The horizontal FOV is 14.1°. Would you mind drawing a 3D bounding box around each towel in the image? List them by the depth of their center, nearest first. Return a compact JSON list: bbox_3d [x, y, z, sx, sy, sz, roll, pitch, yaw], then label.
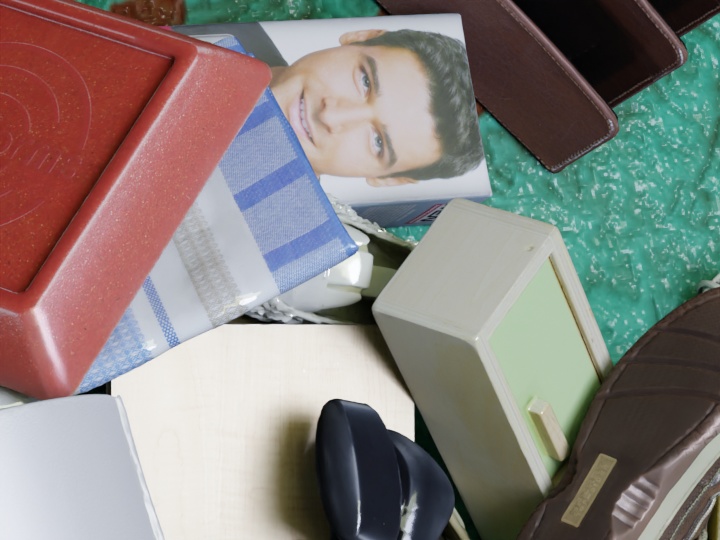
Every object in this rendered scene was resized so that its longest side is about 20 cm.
[{"bbox_3d":[-0.117,-0.018,1.347,0.199,0.024,0.147,-25,55,-4],"label":"towel"}]

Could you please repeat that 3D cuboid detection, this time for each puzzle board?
[{"bbox_3d":[-0.047,0.126,1.380,0.150,0.017,0.201,1,87,-18],"label":"puzzle board"}]

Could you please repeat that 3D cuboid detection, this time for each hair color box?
[{"bbox_3d":[-0.041,-0.071,1.463,0.199,0.061,0.100,-5,78,-25],"label":"hair color box"}]

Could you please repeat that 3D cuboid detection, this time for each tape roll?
[{"bbox_3d":[-0.182,0.147,1.267,0.202,0.203,0.140,-14,82,-26],"label":"tape roll"}]

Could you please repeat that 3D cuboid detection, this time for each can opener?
[{"bbox_3d":[0.010,0.159,1.327,0.078,0.063,0.201,13,60,-39],"label":"can opener"}]

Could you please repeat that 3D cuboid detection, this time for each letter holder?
[{"bbox_3d":[0.086,-0.169,1.498,0.200,0.142,0.101,44,64,-8],"label":"letter holder"}]

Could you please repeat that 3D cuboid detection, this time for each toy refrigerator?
[{"bbox_3d":[0.081,0.064,1.414,0.076,0.070,0.200,-52,140,-26],"label":"toy refrigerator"}]

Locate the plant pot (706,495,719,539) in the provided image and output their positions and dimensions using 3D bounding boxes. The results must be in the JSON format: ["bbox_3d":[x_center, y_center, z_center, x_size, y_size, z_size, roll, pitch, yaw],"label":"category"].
[{"bbox_3d":[0.252,0.153,1.467,0.199,0.194,0.197,10,73,-10],"label":"plant pot"}]

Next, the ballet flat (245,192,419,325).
[{"bbox_3d":[0.000,0.000,1.415,0.199,0.072,0.072,16,69,-41],"label":"ballet flat"}]

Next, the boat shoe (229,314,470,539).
[{"bbox_3d":[-0.008,0.089,1.434,0.073,0.063,0.201,-34,92,-27],"label":"boat shoe"}]

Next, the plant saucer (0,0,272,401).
[{"bbox_3d":[-0.172,-0.055,1.349,0.199,0.037,0.200,19,62,24],"label":"plant saucer"}]

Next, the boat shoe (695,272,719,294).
[{"bbox_3d":[0.205,0.028,1.543,0.200,0.071,0.064,-28,89,-35],"label":"boat shoe"}]

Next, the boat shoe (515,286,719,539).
[{"bbox_3d":[0.139,0.101,1.390,0.203,0.075,0.075,-51,138,-9],"label":"boat shoe"}]
